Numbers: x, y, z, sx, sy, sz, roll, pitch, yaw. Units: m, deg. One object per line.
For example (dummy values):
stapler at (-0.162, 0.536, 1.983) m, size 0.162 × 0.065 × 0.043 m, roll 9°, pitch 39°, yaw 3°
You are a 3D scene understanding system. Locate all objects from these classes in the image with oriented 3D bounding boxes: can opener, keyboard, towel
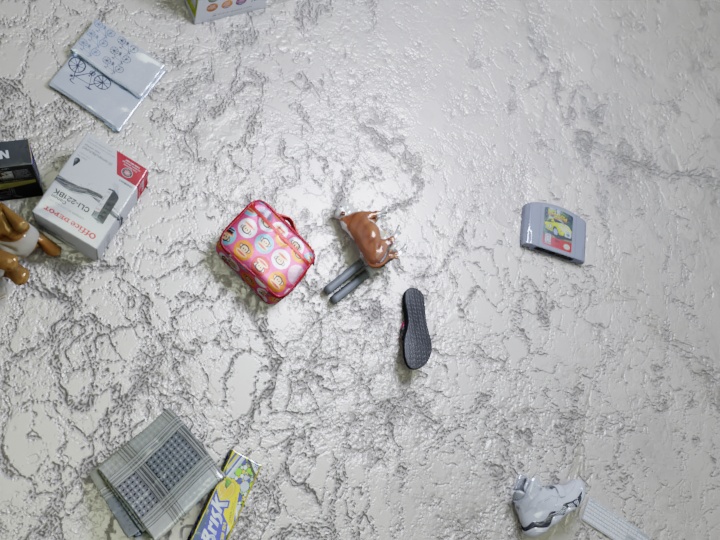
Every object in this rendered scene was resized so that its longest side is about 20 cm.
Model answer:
can opener at (0.000, 0.000, 1.488) m, size 0.198 × 0.066 × 0.053 m, roll -38°, pitch 91°, yaw -20°
keyboard at (0.628, 0.633, 1.577) m, size 0.197 × 0.011 × 0.057 m, roll 34°, pitch 67°, yaw -9°
towel at (-0.386, 0.389, 1.215) m, size 0.199 × 0.035 × 0.192 m, roll -39°, pitch 71°, yaw -24°

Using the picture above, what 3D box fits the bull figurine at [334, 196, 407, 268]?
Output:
bull figurine at (0.022, -0.095, 1.482) m, size 0.119 × 0.066 × 0.203 m, roll -24°, pitch 63°, yaw -10°

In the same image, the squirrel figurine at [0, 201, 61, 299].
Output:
squirrel figurine at (-0.712, -0.035, 1.207) m, size 0.197 × 0.142 × 0.189 m, roll 34°, pitch 77°, yaw 7°

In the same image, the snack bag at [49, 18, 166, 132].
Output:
snack bag at (-0.559, -0.431, 1.416) m, size 0.186 × 0.021 × 0.204 m, roll 33°, pitch 67°, yaw -10°

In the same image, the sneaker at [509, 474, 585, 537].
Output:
sneaker at (0.436, 0.518, 1.500) m, size 0.196 × 0.075 × 0.117 m, roll -28°, pitch 89°, yaw -21°

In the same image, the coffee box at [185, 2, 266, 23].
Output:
coffee box at (-0.329, -0.737, 1.489) m, size 0.196 × 0.197 × 0.205 m, roll -24°, pitch 84°, yaw -24°

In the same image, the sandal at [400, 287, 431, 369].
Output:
sandal at (0.125, 0.141, 1.511) m, size 0.073 × 0.045 × 0.206 m, roll 14°, pitch 57°, yaw -22°

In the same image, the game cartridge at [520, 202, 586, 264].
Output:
game cartridge at (0.522, -0.106, 1.727) m, size 0.194 × 0.041 × 0.137 m, roll 15°, pitch 67°, yaw -16°

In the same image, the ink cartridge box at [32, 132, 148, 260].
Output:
ink cartridge box at (-0.546, -0.149, 1.308) m, size 0.142 × 0.084 × 0.204 m, roll 30°, pitch 68°, yaw -11°

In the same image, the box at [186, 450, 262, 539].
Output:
box at (-0.270, 0.462, 1.256) m, size 0.069 × 0.064 × 0.204 m, roll 28°, pitch 67°, yaw -10°

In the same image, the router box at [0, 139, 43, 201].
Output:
router box at (-0.717, -0.180, 1.213) m, size 0.194 × 0.157 × 0.054 m, roll -12°, pitch 79°, yaw -23°

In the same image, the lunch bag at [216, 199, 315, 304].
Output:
lunch bag at (-0.200, -0.049, 1.418) m, size 0.200 × 0.082 × 0.177 m, roll 43°, pitch 62°, yaw -7°
